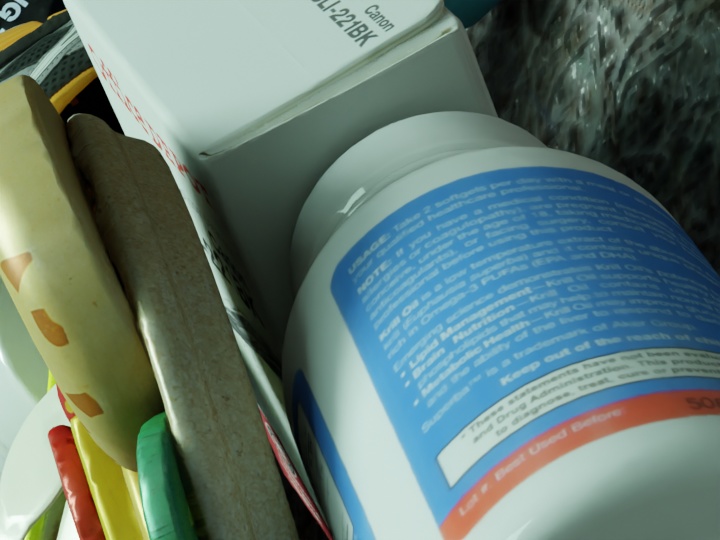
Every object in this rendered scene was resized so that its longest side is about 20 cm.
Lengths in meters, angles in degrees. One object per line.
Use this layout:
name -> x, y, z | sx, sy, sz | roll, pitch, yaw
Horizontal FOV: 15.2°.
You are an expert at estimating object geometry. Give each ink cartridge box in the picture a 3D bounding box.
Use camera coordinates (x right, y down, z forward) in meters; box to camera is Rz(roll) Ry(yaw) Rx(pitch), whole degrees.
ink cartridge box -> 0.000, 0.000, 0.806 | 0.144, 0.083, 0.201 | 49, 164, 57

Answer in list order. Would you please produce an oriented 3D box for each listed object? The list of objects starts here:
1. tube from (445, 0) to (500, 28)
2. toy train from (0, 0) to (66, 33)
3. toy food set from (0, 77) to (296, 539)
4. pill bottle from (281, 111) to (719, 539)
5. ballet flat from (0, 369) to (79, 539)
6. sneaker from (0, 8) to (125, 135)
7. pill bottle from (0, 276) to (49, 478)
tube -> 0.078, -0.151, 0.886 | 0.200, 0.050, 0.078 | -39, 40, 45
toy train -> -0.087, -0.093, 0.977 | 0.087, 0.114, 0.200 | 33, 79, 32
toy food set -> -0.050, 0.057, 0.687 | 0.200, 0.048, 0.199 | 102, 150, -75
pill bottle -> 0.043, 0.038, 0.634 | 0.113, 0.112, 0.200 | -66, 24, 21
ballet flat -> -0.088, 0.104, 0.812 | 0.067, 0.067, 0.201 | 9, 86, 36
sneaker -> -0.053, -0.074, 0.887 | 0.200, 0.078, 0.077 | -42, 31, -13
pill bottle -> -0.137, 0.069, 0.961 | 0.200, 0.119, 0.120 | -41, 44, 44
